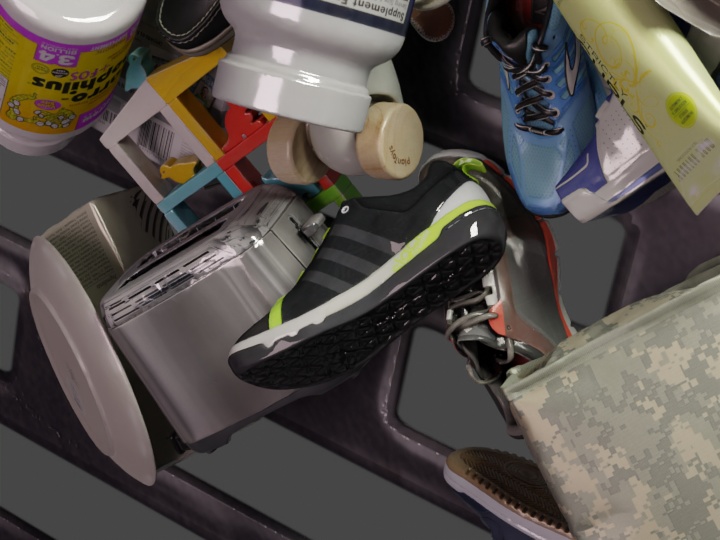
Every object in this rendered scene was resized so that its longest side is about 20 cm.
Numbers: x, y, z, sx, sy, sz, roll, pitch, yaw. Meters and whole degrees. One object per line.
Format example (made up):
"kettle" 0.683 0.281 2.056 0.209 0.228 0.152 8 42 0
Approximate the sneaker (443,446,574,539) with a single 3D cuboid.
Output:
"sneaker" 0.128 0.203 1.144 0.200 0.070 0.109 28 116 23

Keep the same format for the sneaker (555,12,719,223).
"sneaker" 0.181 -0.128 1.017 0.199 0.080 0.115 -45 72 28

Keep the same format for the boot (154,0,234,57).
"boot" -0.096 -0.243 1.084 0.073 0.154 0.204 38 98 29

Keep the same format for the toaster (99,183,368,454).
"toaster" -0.085 0.032 1.187 0.200 0.114 0.129 -29 103 29

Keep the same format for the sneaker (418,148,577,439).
"sneaker" 0.086 0.016 1.113 0.077 0.082 0.201 -30 85 37

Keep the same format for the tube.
"tube" 0.148 -0.129 0.957 0.052 0.058 0.200 -34 78 17

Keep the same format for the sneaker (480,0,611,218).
"sneaker" 0.101 -0.128 1.057 0.078 0.090 0.201 4 106 34

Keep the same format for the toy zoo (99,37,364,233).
"toy zoo" -0.092 -0.074 1.207 0.131 0.020 0.200 -31 105 33

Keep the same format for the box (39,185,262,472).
"box" -0.159 0.044 1.304 0.082 0.068 0.201 -28 87 38

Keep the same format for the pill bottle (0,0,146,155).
"pill bottle" -0.210 -0.155 1.182 0.104 0.104 0.200 55 152 10

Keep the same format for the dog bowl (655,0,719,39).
"dog bowl" 0.234 -0.206 0.920 0.199 0.059 0.201 -3 81 20

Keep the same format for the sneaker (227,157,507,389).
"sneaker" 0.000 0.000 1.093 0.200 0.072 0.083 -31 60 4

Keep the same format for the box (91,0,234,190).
"box" -0.137 -0.181 1.242 0.156 0.041 0.201 28 119 25

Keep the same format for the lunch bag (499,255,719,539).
"lunch bag" 0.205 0.089 1.024 0.200 0.118 0.164 -28 89 9

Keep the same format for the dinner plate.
"dinner plate" -0.203 0.070 1.270 0.200 0.024 0.200 54 160 30

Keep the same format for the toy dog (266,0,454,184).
"toy dog" 0.010 -0.143 1.136 0.132 0.096 0.201 28 103 29

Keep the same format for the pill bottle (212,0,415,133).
"pill bottle" -0.019 -0.188 1.030 0.115 0.116 0.201 20 98 30
